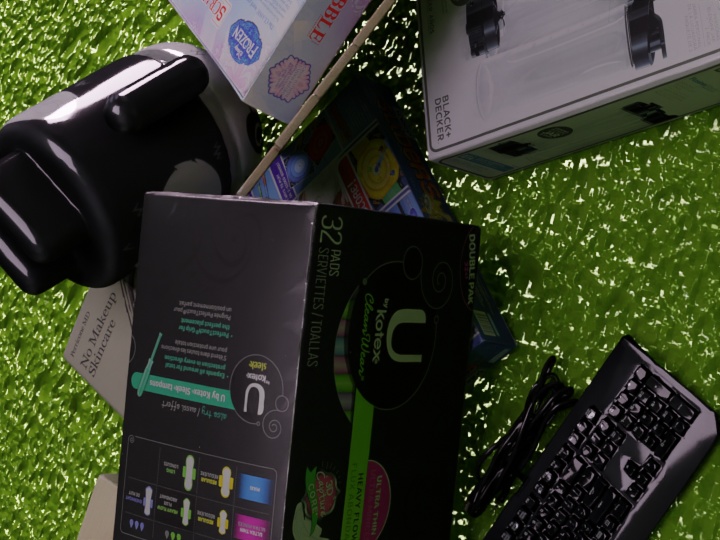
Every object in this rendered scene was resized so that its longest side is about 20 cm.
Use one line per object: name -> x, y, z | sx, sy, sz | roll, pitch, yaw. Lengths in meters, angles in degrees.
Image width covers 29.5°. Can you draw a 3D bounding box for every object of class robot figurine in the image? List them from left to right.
robot figurine -> -0.154, -0.066, 0.888 | 0.150, 0.200, 0.125 | 6, 124, 46

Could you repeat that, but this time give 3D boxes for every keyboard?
keyboard -> 0.095, 0.127, 0.723 | 0.104, 0.040, 0.201 | 44, 110, 38

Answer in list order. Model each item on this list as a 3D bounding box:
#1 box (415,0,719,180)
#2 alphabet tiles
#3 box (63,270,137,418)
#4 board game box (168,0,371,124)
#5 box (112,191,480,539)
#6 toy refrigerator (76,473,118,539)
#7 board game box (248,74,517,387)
box -> 0.126, -0.132, 0.732 | 0.199, 0.060, 0.117 | -18, 69, 39
alphabet tiles -> -0.009, -0.122, 0.792 | 0.200, 0.006, 0.166 | -53, 6, 0
box -> -0.111, 0.075, 0.900 | 0.200, 0.068, 0.083 | 33, 105, 41
board game box -> -0.040, -0.223, 0.877 | 0.200, 0.041, 0.200 | -54, 37, 15
box -> -0.033, 0.066, 0.728 | 0.124, 0.148, 0.202 | 6, 91, 38
toy refrigerator -> -0.158, 0.243, 0.912 | 0.076, 0.070, 0.201 | 23, 98, 35
board game box -> 0.000, 0.000, 0.837 | 0.135, 0.034, 0.201 | -41, 56, 30
